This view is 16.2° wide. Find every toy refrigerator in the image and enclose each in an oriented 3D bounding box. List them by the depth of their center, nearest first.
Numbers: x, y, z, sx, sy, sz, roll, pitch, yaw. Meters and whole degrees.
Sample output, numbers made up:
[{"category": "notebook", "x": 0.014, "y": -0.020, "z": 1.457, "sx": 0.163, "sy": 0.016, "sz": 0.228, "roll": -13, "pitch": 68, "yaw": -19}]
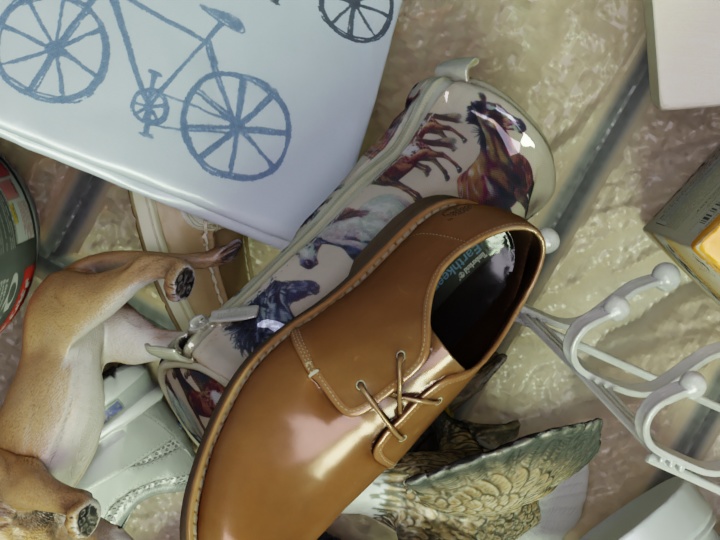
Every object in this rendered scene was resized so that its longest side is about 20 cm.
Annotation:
[{"category": "toy refrigerator", "x": 0.230, "y": -0.116, "z": 1.141, "sx": 0.200, "sy": 0.076, "sz": 0.070, "roll": -5, "pitch": 97, "yaw": 4}]

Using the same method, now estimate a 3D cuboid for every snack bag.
[{"category": "snack bag", "x": -0.072, "y": -0.128, "z": 1.132, "sx": 0.188, "sy": 0.021, "sz": 0.200, "roll": 21, "pitch": 77, "yaw": -17}]

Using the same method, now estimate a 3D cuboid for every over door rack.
[{"category": "over door rack", "x": 0.162, "y": 0.064, "z": 1.093, "sx": 0.200, "sy": 0.148, "sz": 0.067, "roll": 38, "pitch": 97, "yaw": -33}]

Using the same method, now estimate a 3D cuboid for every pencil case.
[{"category": "pencil case", "x": 0.000, "y": 0.000, "z": 1.095, "sx": 0.200, "sy": 0.078, "sz": 0.089, "roll": -48, "pitch": 132, "yaw": -20}]

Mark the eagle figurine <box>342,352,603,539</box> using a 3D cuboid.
[{"category": "eagle figurine", "x": 0.037, "y": 0.109, "z": 1.109, "sx": 0.151, "sy": 0.200, "sz": 0.152, "roll": -21, "pitch": 113, "yaw": -2}]

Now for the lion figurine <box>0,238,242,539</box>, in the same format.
[{"category": "lion figurine", "x": -0.137, "y": 0.062, "z": 1.127, "sx": 0.122, "sy": 0.072, "sz": 0.200, "roll": 16, "pitch": 72, "yaw": 38}]

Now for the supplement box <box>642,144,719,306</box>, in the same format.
[{"category": "supplement box", "x": 0.198, "y": 0.003, "z": 1.093, "sx": 0.126, "sy": 0.200, "sz": 0.074, "roll": 43, "pitch": 93, "yaw": -1}]

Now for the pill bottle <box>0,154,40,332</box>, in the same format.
[{"category": "pill bottle", "x": -0.205, "y": -0.009, "z": 1.115, "sx": 0.116, "sy": 0.200, "sz": 0.116, "roll": 0, "pitch": 96, "yaw": 4}]

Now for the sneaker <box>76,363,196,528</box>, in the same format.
[{"category": "sneaker", "x": -0.155, "y": 0.135, "z": 1.192, "sx": 0.200, "sy": 0.075, "sz": 0.082, "roll": -43, "pitch": 91, "yaw": 6}]

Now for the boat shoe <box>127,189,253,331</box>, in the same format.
[{"category": "boat shoe", "x": -0.071, "y": -0.051, "z": 1.166, "sx": 0.066, "sy": 0.074, "sz": 0.200, "roll": -14, "pitch": 96, "yaw": 10}]

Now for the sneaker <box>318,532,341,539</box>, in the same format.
[{"category": "sneaker", "x": -0.008, "y": 0.206, "z": 1.192, "sx": 0.112, "sy": 0.078, "sz": 0.200, "roll": -34, "pitch": 94, "yaw": 8}]

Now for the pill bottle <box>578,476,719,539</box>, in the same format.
[{"category": "pill bottle", "x": 0.174, "y": 0.197, "z": 1.146, "sx": 0.112, "sy": 0.112, "sz": 0.200, "roll": -36, "pitch": 90, "yaw": 7}]

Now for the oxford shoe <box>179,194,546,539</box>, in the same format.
[{"category": "oxford shoe", "x": 0.002, "y": 0.047, "z": 1.014, "sx": 0.071, "sy": 0.071, "sz": 0.200, "roll": 45, "pitch": 72, "yaw": -25}]
